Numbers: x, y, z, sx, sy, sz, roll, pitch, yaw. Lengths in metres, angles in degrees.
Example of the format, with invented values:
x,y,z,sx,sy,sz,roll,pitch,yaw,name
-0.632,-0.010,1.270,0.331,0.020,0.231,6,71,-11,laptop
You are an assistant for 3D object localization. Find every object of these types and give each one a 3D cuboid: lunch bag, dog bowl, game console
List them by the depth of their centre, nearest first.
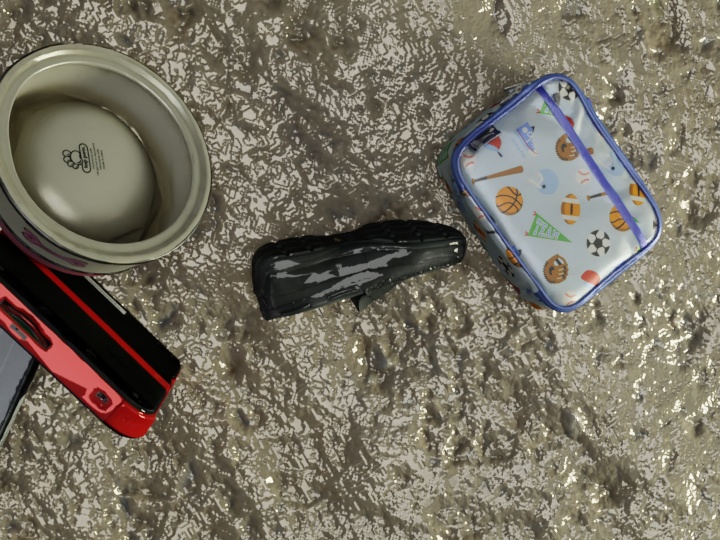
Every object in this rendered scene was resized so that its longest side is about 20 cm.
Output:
x,y,z,sx,sy,sz,roll,pitch,yaw,name
-0.237,0.044,1.164,0.031,0.177,0.200,-43,98,9,game console
-0.228,-0.085,1.172,0.198,0.074,0.203,16,60,-29,dog bowl
0.174,-0.076,1.278,0.159,0.076,0.201,-36,98,-9,lunch bag

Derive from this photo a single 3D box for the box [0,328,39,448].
x,y,z,sx,sy,sz,roll,pitch,yaw,name
-0.387,0.099,1.168,0.198,0.117,0.199,25,87,-8,box

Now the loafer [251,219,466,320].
x,y,z,sx,sy,sz,roll,pitch,yaw,name
0.000,0.000,1.259,0.197,0.068,0.071,-10,112,-11,loafer
